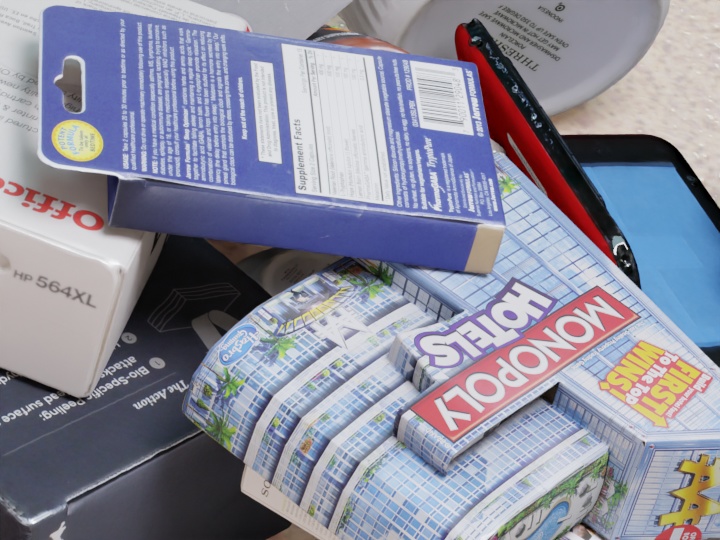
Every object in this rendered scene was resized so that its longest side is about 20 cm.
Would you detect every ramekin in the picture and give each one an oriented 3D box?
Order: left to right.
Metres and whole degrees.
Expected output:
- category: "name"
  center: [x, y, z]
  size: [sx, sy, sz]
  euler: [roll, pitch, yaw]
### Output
- category: "ramekin"
  center: [0.082, -0.164, 1.665]
  size: [0.202, 0.202, 0.094]
  euler: [-1, 54, -22]

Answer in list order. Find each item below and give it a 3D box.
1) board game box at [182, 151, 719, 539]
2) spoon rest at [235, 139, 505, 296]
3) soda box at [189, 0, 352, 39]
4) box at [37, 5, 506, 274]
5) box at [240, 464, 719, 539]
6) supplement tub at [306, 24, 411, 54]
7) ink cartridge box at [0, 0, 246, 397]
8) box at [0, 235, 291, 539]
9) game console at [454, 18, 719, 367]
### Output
- category: "board game box"
  center: [0.066, 0.056, 1.264]
  size: [0.200, 0.062, 0.200]
  euler: [35, 42, 24]
- category: "spoon rest"
  center: [0.000, 0.000, 1.555]
  size: [0.099, 0.061, 0.200]
  euler: [34, 55, 20]
- category: "soda box"
  center: [-0.099, -0.110, 1.469]
  size: [0.068, 0.200, 0.063]
  euler: [36, 26, -34]
- category: "box"
  center: [-0.042, -0.058, 1.292]
  size: [0.200, 0.032, 0.121]
  euler: [8, 38, -12]
- category: "box"
  center: [0.068, 0.098, 1.292]
  size: [0.200, 0.036, 0.144]
  euler: [31, 40, 16]
- category: "supplement tub"
  center: [-0.047, -0.080, 1.536]
  size: [0.107, 0.107, 0.200]
  euler: [-10, 17, -31]
- category: "ink cartridge box"
  center: [-0.151, -0.054, 1.339]
  size: [0.146, 0.084, 0.200]
  euler: [21, 39, 1]
- category: "box"
  center: [-0.152, 0.057, 1.368]
  size: [0.200, 0.118, 0.197]
  euler: [40, 43, 25]
- category: "game console"
  center: [0.150, -0.040, 1.606]
  size: [0.119, 0.172, 0.200]
  euler: [-24, 50, -7]
